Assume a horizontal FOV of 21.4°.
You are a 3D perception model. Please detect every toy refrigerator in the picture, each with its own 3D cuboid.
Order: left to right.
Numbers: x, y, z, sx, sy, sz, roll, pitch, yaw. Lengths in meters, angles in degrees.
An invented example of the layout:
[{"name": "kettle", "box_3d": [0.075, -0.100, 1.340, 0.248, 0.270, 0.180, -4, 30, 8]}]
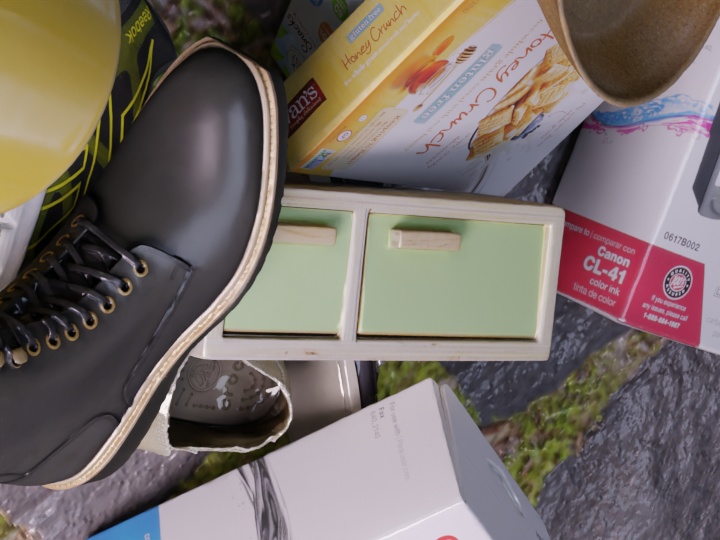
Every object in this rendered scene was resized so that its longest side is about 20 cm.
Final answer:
[{"name": "toy refrigerator", "box_3d": [0.000, 0.000, 0.873, 0.199, 0.070, 0.077, 3, 96, -37]}]

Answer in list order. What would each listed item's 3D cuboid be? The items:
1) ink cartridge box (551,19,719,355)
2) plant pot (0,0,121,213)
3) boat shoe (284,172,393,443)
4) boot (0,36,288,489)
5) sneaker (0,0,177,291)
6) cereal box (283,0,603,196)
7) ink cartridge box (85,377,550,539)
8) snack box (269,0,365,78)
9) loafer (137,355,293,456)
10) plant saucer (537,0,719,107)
[{"name": "ink cartridge box", "box_3d": [0.198, -0.061, 1.080, 0.147, 0.085, 0.201, 16, 99, -42]}, {"name": "plant pot", "box_3d": [-0.192, -0.100, 0.682, 0.189, 0.200, 0.202, 21, 95, -59]}, {"name": "boat shoe", "box_3d": [-0.002, 0.030, 0.962, 0.062, 0.072, 0.202, -18, 114, -30]}, {"name": "boot", "box_3d": [-0.107, 0.005, 0.735, 0.138, 0.077, 0.201, -5, 120, -67]}, {"name": "sneaker", "box_3d": [-0.131, -0.037, 0.811, 0.084, 0.074, 0.201, 25, 83, -44]}, {"name": "cereal box", "box_3d": [0.059, -0.097, 0.894, 0.144, 0.040, 0.199, -44, 157, 25]}, {"name": "ink cartridge box", "box_3d": [-0.014, 0.161, 0.938, 0.199, 0.086, 0.147, -25, 130, 13]}, {"name": "snack box", "box_3d": [0.066, -0.156, 0.908, 0.199, 0.053, 0.143, -20, 153, -32]}, {"name": "loafer", "box_3d": [-0.110, 0.045, 0.877, 0.199, 0.068, 0.076, 4, 106, -37]}, {"name": "plant saucer", "box_3d": [0.118, -0.172, 0.811, 0.200, 0.035, 0.202, -32, 130, -49]}]
